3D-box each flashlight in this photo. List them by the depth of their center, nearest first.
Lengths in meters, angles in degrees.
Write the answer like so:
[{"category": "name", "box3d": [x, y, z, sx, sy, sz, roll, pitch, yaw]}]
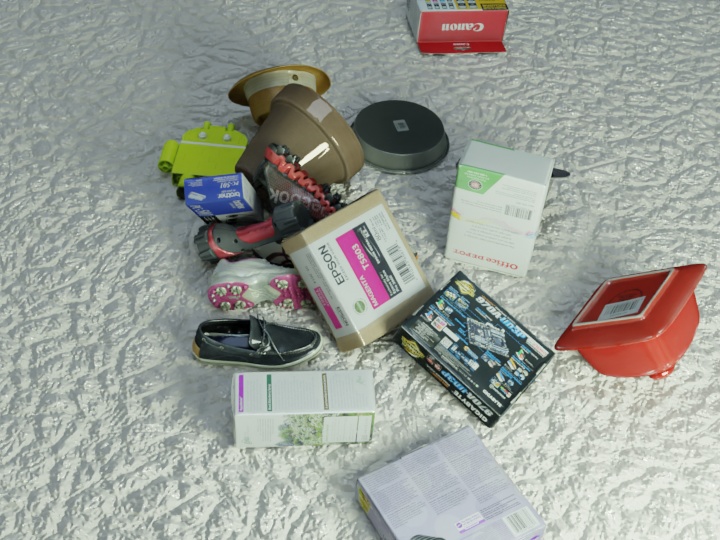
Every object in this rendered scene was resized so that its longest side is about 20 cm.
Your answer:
[{"category": "flashlight", "box3d": [-0.173, -0.066, 1.627, 0.199, 0.068, 0.068, -18, 1, 31]}]

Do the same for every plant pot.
[{"category": "plant pot", "box3d": [-0.122, -0.196, 1.765, 0.200, 0.201, 0.175, 37, 71, 28]}]

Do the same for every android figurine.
[{"category": "android figurine", "box3d": [-0.272, -0.203, 1.844, 0.181, 0.041, 0.201, 6, 47, 2]}]

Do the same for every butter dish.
[{"category": "butter dish", "box3d": [0.430, 0.099, 1.540, 0.200, 0.148, 0.199, -12, 24, 49]}]

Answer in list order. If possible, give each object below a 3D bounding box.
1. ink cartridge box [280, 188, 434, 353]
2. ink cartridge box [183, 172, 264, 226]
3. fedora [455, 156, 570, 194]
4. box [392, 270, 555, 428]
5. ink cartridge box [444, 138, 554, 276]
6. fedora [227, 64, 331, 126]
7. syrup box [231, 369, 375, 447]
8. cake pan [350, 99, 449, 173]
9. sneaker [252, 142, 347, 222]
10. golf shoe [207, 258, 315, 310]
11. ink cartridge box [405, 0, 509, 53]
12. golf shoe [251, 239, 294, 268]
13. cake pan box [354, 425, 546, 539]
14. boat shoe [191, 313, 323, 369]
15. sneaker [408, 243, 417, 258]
[{"category": "ink cartridge box", "box3d": [0.000, 0.000, 1.566, 0.164, 0.075, 0.201, -32, 96, -32]}, {"category": "ink cartridge box", "box3d": [-0.218, -0.110, 1.643, 0.093, 0.200, 0.044, -6, 81, 3]}, {"category": "fedora", "box3d": [0.259, -0.141, 1.771, 0.199, 0.091, 0.177, 12, 16, 11]}, {"category": "box", "box3d": [0.171, 0.115, 1.524, 0.200, 0.046, 0.159, 41, 53, 11]}, {"category": "ink cartridge box", "box3d": [0.226, -0.100, 1.672, 0.145, 0.201, 0.088, 14, 42, 11]}, {"category": "fedora", "box3d": [-0.146, -0.316, 1.904, 0.200, 0.201, 0.082, -9, 79, -13]}, {"category": "syrup box", "box3d": [-0.082, 0.195, 1.434, 0.199, 0.079, 0.082, 0, 45, -5]}, {"category": "cake pan", "box3d": [0.073, -0.261, 1.933, 0.199, 0.037, 0.201, 3, 44, -3]}, {"category": "sneaker", "box3d": [-0.096, -0.112, 1.654, 0.200, 0.098, 0.071, 42, 10, 4]}, {"category": "golf shoe", "box3d": [-0.143, 0.012, 1.618, 0.199, 0.076, 0.092, 0, 42, -6]}, {"category": "ink cartridge box", "box3d": [0.213, -0.553, 2.205, 0.199, 0.084, 0.176, -4, 46, -10]}, {"category": "golf shoe", "box3d": [-0.100, -0.043, 1.666, 0.199, 0.088, 0.077, 23, 49, 19]}, {"category": "cake pan box", "box3d": [0.120, 0.317, 1.351, 0.199, 0.052, 0.184, -22, 53, -24]}, {"category": "boat shoe", "box3d": [-0.155, 0.105, 1.530, 0.199, 0.062, 0.075, 1, 43, -6]}, {"category": "sneaker", "box3d": [0.011, -0.066, 1.710, 0.199, 0.076, 0.092, 21, 43, 14]}]
